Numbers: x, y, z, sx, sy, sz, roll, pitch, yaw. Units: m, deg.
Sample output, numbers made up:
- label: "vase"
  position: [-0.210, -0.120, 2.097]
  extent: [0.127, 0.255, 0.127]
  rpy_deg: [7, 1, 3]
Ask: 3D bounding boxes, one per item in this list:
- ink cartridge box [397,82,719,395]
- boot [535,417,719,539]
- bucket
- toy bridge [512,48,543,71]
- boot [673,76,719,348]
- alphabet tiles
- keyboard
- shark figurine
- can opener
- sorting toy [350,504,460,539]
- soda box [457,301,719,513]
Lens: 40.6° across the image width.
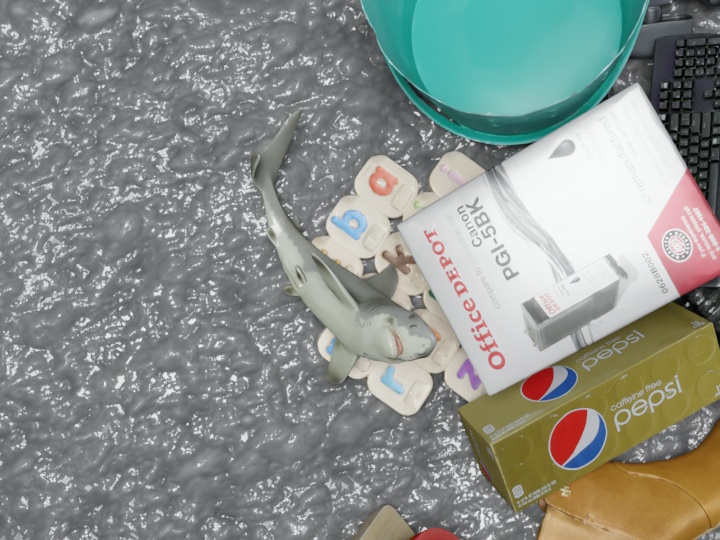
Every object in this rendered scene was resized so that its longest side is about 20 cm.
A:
- label: "ink cartridge box"
  position: [0.148, -0.020, 0.713]
  extent: [0.199, 0.083, 0.148]
  rpy_deg: [-31, 86, 13]
- label: "boot"
  position: [0.221, 0.168, 0.767]
  extent: [0.143, 0.071, 0.203]
  rpy_deg: [23, 69, 11]
- label: "bucket"
  position: [0.109, -0.197, 0.721]
  extent: [0.205, 0.135, 0.210]
  rpy_deg: [-1, 86, 14]
- label: "toy bridge"
  position: [0.157, -0.173, 0.802]
  extent: [0.066, 0.027, 0.203]
  rpy_deg: [-6, 85, -7]
- label: "boot"
  position: [0.294, -0.044, 0.783]
  extent: [0.158, 0.079, 0.212]
  rpy_deg: [-41, 77, 6]
- label: "alphabet tiles"
  position: [0.056, 0.009, 0.784]
  extent: [0.195, 0.015, 0.201]
  rpy_deg: [35, 83, -3]
- label: "keyboard"
  position: [0.236, -0.088, 0.769]
  extent: [0.126, 0.021, 0.202]
  rpy_deg: [1, 80, 35]
- label: "shark figurine"
  position: [-0.014, -0.007, 0.746]
  extent: [0.089, 0.128, 0.215]
  rpy_deg: [-27, 70, -32]
- label: "can opener"
  position: [0.296, -0.227, 0.819]
  extent: [0.198, 0.053, 0.068]
  rpy_deg: [-12, 119, -7]
- label: "sorting toy"
  position: [0.050, 0.288, 0.674]
  extent: [0.199, 0.200, 0.069]
  rpy_deg: [50, 127, -1]
- label: "soda box"
  position: [0.181, 0.101, 0.754]
  extent: [0.199, 0.064, 0.068]
  rpy_deg: [-27, 113, -10]
